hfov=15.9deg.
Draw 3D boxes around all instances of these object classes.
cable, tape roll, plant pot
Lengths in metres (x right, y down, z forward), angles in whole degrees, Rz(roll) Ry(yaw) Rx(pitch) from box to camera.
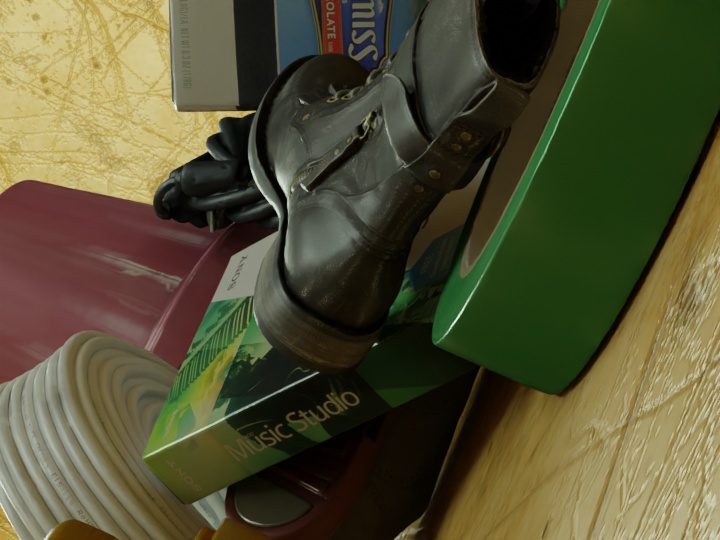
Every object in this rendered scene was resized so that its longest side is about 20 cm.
[{"bbox_3d":[-0.084,0.116,1.170,0.069,0.200,0.200,-42,25,13],"label":"cable"},{"bbox_3d":[0.085,-0.056,0.906,0.200,0.048,0.200,-156,90,-88],"label":"tape roll"},{"bbox_3d":[-0.126,0.043,1.398,0.200,0.179,0.200,23,-90,-78],"label":"plant pot"},{"bbox_3d":[-0.005,-0.068,1.338,0.200,0.163,0.051,-30,-72,-57],"label":"cable"}]

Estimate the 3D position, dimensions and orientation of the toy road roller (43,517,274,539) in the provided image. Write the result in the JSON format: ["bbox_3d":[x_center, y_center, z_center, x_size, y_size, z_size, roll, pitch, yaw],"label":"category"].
[{"bbox_3d":[-0.082,0.186,1.012,0.123,0.146,0.200,-62,-3,-64],"label":"toy road roller"}]

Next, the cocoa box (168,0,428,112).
[{"bbox_3d":[-0.001,-0.154,1.317,0.200,0.131,0.133,-23,-67,-69],"label":"cocoa box"}]

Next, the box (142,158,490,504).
[{"bbox_3d":[0.006,0.009,1.091,0.200,0.036,0.144,-29,25,33],"label":"box"}]

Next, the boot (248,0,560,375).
[{"bbox_3d":[0.024,-0.070,0.997,0.174,0.069,0.200,-56,21,33],"label":"boot"}]

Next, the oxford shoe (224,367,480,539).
[{"bbox_3d":[0.011,0.065,1.148,0.200,0.070,0.075,-50,-44,-30],"label":"oxford shoe"}]

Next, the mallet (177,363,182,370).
[{"bbox_3d":[0.000,0.000,1.264,0.200,0.041,0.066,-31,3,12],"label":"mallet"}]
